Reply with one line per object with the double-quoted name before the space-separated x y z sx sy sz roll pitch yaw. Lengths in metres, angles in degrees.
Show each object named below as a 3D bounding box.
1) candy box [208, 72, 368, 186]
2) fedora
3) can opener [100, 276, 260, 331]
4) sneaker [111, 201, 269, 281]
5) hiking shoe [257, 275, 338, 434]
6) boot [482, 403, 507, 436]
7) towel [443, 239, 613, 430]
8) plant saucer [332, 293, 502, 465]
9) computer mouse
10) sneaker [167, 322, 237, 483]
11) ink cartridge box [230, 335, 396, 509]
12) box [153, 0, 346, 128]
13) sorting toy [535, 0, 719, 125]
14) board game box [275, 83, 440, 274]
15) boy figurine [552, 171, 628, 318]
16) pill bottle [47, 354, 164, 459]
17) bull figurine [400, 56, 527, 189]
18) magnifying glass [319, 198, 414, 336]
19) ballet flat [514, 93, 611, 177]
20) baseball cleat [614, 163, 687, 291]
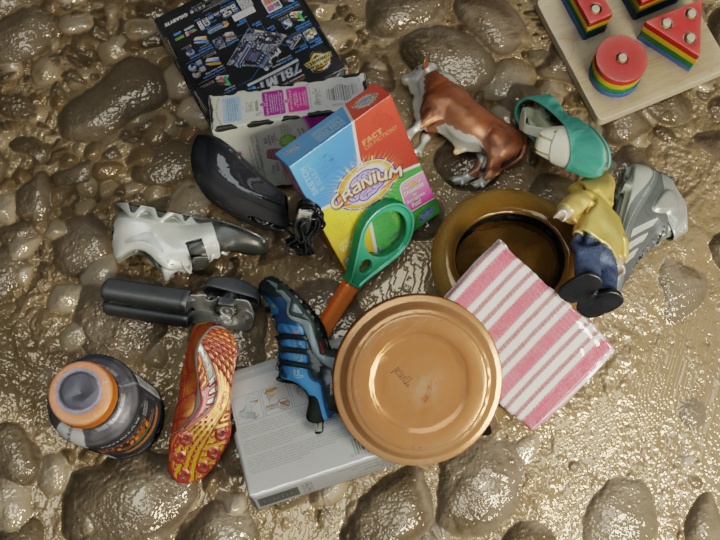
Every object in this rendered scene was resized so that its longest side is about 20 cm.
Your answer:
"candy box" -0.084 -0.174 1.291 0.199 0.137 0.061 -9 58 -2
"fedora" 0.183 -0.005 1.270 0.199 0.082 0.202 2 73 -5
"can opener" -0.229 0.036 1.292 0.199 0.054 0.067 9 42 4
"sneaker" -0.218 -0.025 1.283 0.199 0.074 0.089 9 79 -6
"hiking shoe" -0.079 0.094 1.224 0.087 0.074 0.200 -38 66 0
"boot" 0.106 0.112 1.254 0.200 0.074 0.075 43 64 5
"towel" 0.186 0.079 1.201 0.200 0.030 0.146 42 100 -7
"plant saucer" 0.067 0.127 1.166 0.199 0.032 0.202 0 93 -4
"computer mouse" -0.138 -0.088 1.232 0.200 0.139 0.053 38 68 5
"sneaker" -0.195 0.164 1.245 0.073 0.077 0.201 15 88 -24
"ink cartridge box" -0.058 0.181 1.244 0.199 0.044 0.174 -17 53 -3
"box" -0.150 -0.301 1.377 0.199 0.050 0.199 -29 76 -7
"sorting toy" 0.372 -0.329 1.363 0.199 0.070 0.200 -23 75 -5
"board game box" 0.001 -0.107 1.248 0.153 0.200 0.040 -37 43 -8
"boy figurine" 0.275 -0.047 1.209 0.124 0.064 0.201 33 44 -27
"pill bottle" -0.299 0.158 1.172 0.106 0.200 0.107 0 74 1
"bull figurine" 0.122 -0.192 1.333 0.200 0.065 0.122 35 80 11
"magnifying glass" 0.000 0.000 1.269 0.201 0.079 0.022 -56 42 7
"ballet flat" 0.245 -0.169 1.277 0.070 0.068 0.200 -5 31 -12
"baseball cleat" 0.361 -0.038 1.283 0.106 0.070 0.201 17 79 -1
